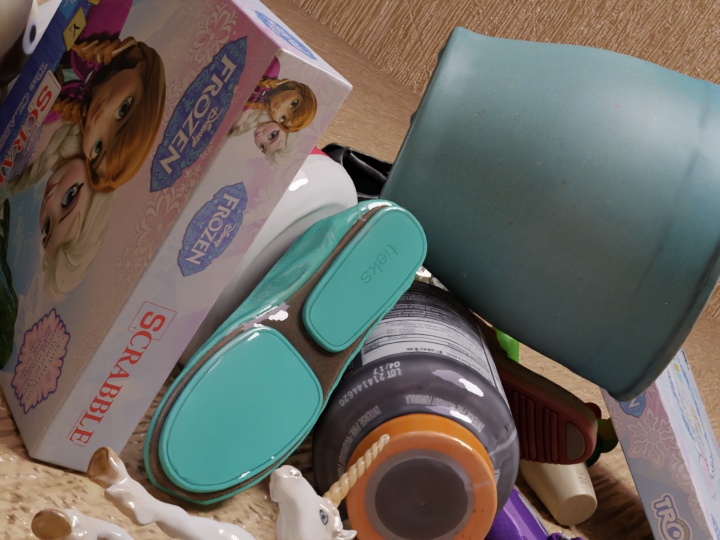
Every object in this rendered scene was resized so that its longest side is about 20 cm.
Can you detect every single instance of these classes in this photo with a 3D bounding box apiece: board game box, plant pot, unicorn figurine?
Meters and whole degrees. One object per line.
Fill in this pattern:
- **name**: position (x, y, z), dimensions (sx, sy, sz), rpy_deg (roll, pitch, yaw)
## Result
- **board game box**: position (0.230, 0.130, 0.972), dimensions (0.201, 0.043, 0.199), rpy_deg (71, 18, 6)
- **plant pot**: position (0.113, -0.051, 0.800), dimensions (0.187, 0.201, 0.200), rpy_deg (24, 13, 0)
- **unicorn figurine**: position (-0.047, 0.118, 0.481), dimensions (0.137, 0.074, 0.200), rpy_deg (39, 23, -31)
- **board game box**: position (-0.112, -0.048, 0.600), dimensions (0.041, 0.200, 0.200), rpy_deg (22, 17, -39)

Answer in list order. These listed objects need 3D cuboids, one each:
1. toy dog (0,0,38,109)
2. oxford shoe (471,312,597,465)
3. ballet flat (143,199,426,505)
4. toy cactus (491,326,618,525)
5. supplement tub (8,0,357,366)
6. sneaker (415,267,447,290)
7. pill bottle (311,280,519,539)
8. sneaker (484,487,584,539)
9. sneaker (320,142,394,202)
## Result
- **toy dog**: position (-0.250, -0.131, 0.634), dimensions (0.199, 0.194, 0.140), rpy_deg (2, 65, -38)
- **oxford shoe**: position (0.075, 0.058, 0.855), dimensions (0.199, 0.071, 0.075), rpy_deg (26, 46, 31)
- **ballet flat**: position (-0.042, 0.041, 0.651), dimensions (0.067, 0.200, 0.070), rpy_deg (52, -34, -15)
- **toy cactus**: position (0.133, 0.108, 0.950), dimensions (0.200, 0.102, 0.165), rpy_deg (37, 19, -36)
- **supplement tub**: position (-0.113, -0.052, 0.749), dimensions (0.200, 0.141, 0.140), rpy_deg (40, 13, 20)
- **sneaker**: position (0.000, 0.000, 1.054), dimensions (0.199, 0.077, 0.089), rpy_deg (28, 25, -6)
- **pill bottle**: position (0.026, 0.081, 0.701), dimensions (0.106, 0.106, 0.200), rpy_deg (33, 13, -9)
- **sneaker**: position (0.134, 0.173, 0.693), dimensions (0.200, 0.084, 0.081), rpy_deg (41, 13, 29)
- **sneaker**: position (-0.037, -0.058, 0.961), dimensions (0.199, 0.104, 0.060), rpy_deg (17, 46, -18)
